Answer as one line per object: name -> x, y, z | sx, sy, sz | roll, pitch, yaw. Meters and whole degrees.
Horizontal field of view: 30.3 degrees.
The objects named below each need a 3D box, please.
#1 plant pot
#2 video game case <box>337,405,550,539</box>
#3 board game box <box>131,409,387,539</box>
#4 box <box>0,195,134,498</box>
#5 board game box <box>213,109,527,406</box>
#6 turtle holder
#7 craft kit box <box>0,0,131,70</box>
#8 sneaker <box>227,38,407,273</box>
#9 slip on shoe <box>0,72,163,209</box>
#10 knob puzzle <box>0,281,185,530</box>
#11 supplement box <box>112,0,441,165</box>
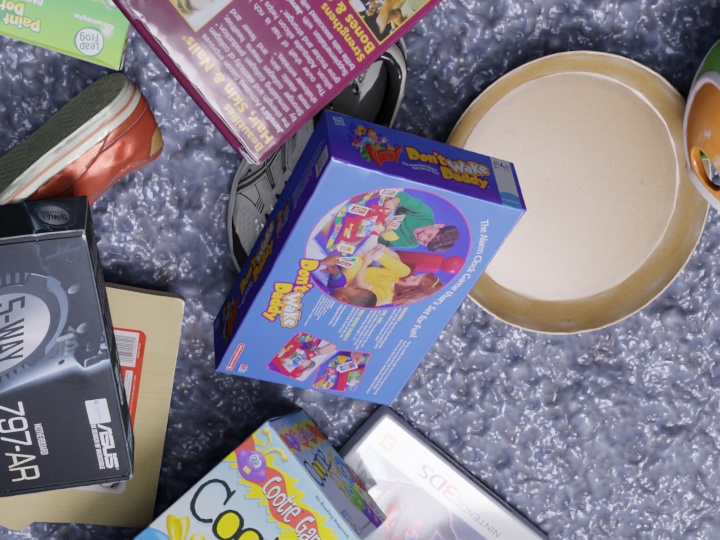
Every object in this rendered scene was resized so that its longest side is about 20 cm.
plant pot -> 0.145, -0.054, 0.928 | 0.197, 0.028, 0.203 | -2, 109, -6
video game case -> 0.018, 0.228, 1.009 | 0.182, 0.023, 0.200 | 39, 100, -17
board game box -> -0.094, 0.204, 0.928 | 0.200, 0.105, 0.103 | -42, 81, 8
box -> -0.237, 0.056, 0.853 | 0.158, 0.044, 0.202 | -6, 123, -5
board game box -> 0.000, 0.000, 0.865 | 0.133, 0.045, 0.201 | 13, 132, -22
turtle holder -> 0.289, -0.105, 0.874 | 0.141, 0.185, 0.132 | 39, 127, 8
craft kit box -> -0.216, -0.247, 0.812 | 0.198, 0.049, 0.200 | 16, 103, -12
sneaker -> -0.032, -0.071, 0.869 | 0.075, 0.088, 0.202 | 21, 106, -15
slip on shoe -> -0.212, -0.046, 0.867 | 0.199, 0.074, 0.061 | -37, 124, 6
knob puzzle -> -0.232, 0.086, 0.927 | 0.217, 0.030, 0.222 | -2, 109, -6
supplement box -> -0.040, -0.185, 0.800 | 0.200, 0.103, 0.131 | -41, 119, -2
